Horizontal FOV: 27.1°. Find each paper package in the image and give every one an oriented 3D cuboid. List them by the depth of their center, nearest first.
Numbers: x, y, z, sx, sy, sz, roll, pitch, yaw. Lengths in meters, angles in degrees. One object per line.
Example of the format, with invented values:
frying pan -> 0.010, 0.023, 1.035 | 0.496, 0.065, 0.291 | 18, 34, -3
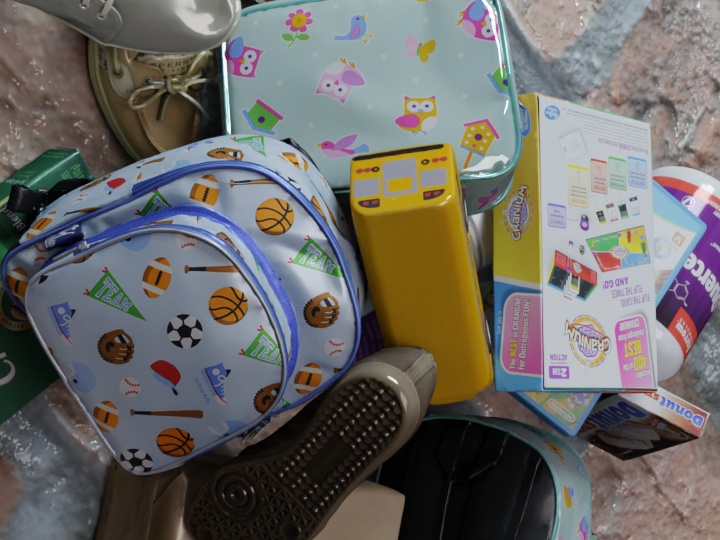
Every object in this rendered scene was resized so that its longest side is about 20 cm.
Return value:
paper package -> -0.086, 0.227, 1.046 | 0.200, 0.103, 0.191 | 12, 89, -38

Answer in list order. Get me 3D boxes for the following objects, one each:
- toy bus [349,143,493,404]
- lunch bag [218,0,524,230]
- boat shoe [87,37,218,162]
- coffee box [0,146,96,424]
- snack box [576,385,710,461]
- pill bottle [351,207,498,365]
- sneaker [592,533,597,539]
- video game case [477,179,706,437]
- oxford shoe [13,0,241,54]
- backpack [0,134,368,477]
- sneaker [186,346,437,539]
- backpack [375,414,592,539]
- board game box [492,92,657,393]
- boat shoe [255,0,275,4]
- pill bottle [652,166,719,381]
toy bus -> 0.042, 0.013, 0.934 | 0.078, 0.065, 0.200 | -92, 171, -48
lunch bag -> 0.009, -0.111, 0.984 | 0.199, 0.077, 0.161 | -7, 71, 1
boat shoe -> -0.138, -0.161, 0.977 | 0.073, 0.063, 0.201 | -23, 110, -35
coffee box -> -0.233, 0.026, 0.937 | 0.200, 0.044, 0.123 | -39, 118, -29
snack box -> 0.215, 0.120, 1.209 | 0.072, 0.200, 0.024 | 29, 76, 0
pill bottle -> 0.000, 0.000, 1.044 | 0.200, 0.111, 0.112 | -29, 115, -11
sneaker -> 0.189, 0.293, 1.290 | 0.118, 0.074, 0.201 | -49, 120, -16
video game case -> 0.156, 0.003, 1.121 | 0.143, 0.018, 0.200 | 38, 75, -10
oxford shoe -> -0.168, -0.180, 0.910 | 0.199, 0.058, 0.075 | 19, 98, -17
backpack -> -0.094, 0.014, 0.880 | 0.190, 0.154, 0.200 | -28, 110, 6
sneaker -> -0.024, 0.117, 0.923 | 0.071, 0.200, 0.076 | 53, 32, 3
backpack -> 0.094, 0.209, 1.145 | 0.153, 0.175, 0.201 | 0, 97, -56
board game box -> 0.153, -0.014, 1.053 | 0.153, 0.040, 0.201 | 7, 81, -48
boat shoe -> -0.017, -0.202, 1.044 | 0.200, 0.063, 0.071 | 27, 39, -29
pill bottle -> 0.248, 0.016, 1.280 | 0.112, 0.112, 0.200 | 47, 67, -33
